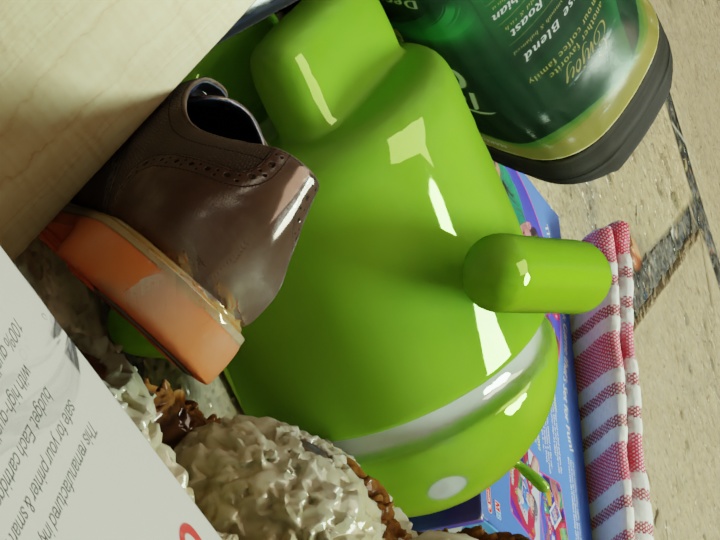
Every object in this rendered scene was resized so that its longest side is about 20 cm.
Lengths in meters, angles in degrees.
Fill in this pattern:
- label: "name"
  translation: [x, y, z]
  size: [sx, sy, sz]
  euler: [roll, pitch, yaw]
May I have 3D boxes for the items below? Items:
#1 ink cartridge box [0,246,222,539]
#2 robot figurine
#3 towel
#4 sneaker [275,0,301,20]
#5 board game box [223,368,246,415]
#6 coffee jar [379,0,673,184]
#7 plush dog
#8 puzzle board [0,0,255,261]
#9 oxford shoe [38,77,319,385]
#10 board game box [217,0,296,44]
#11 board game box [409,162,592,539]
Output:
- label: "ink cartridge box"
  translation: [-0.124, 0.047, 0.546]
  size: [0.200, 0.084, 0.146]
  euler: [55, 19, -17]
- label: "robot figurine"
  translation: [0.000, 0.000, 0.853]
  size: [0.116, 0.175, 0.201]
  euler: [-53, 126, -52]
- label: "towel"
  translation: [0.090, 0.094, 1.103]
  size: [0.030, 0.146, 0.201]
  euler: [11, 60, -24]
- label: "sneaker"
  translation: [-0.011, -0.108, 0.985]
  size: [0.200, 0.073, 0.080]
  euler: [-53, 151, -55]
- label: "board game box"
  translation: [-0.007, 0.046, 1.000]
  size: [0.102, 0.047, 0.200]
  euler: [-70, 140, -56]
- label: "coffee jar"
  translation: [0.042, -0.112, 0.900]
  size: [0.085, 0.104, 0.200]
  euler: [-56, 143, -8]
- label: "plush dog"
  translation: [-0.038, 0.105, 0.756]
  size: [0.161, 0.199, 0.172]
  euler: [-68, 168, 23]
- label: "puzzle board"
  translation: [-0.119, -0.073, 0.665]
  size: [0.200, 0.017, 0.151]
  euler: [-49, 133, -15]
- label: "oxford shoe"
  translation: [-0.062, -0.023, 0.758]
  size: [0.071, 0.073, 0.200]
  euler: [44, -4, -26]
- label: "board game box"
  translation: [-0.089, -0.115, 0.708]
  size: [0.200, 0.035, 0.136]
  euler: [-33, 128, -27]
- label: "board game box"
  translation: [0.050, 0.039, 1.020]
  size: [0.134, 0.045, 0.201]
  euler: [45, 35, -53]
